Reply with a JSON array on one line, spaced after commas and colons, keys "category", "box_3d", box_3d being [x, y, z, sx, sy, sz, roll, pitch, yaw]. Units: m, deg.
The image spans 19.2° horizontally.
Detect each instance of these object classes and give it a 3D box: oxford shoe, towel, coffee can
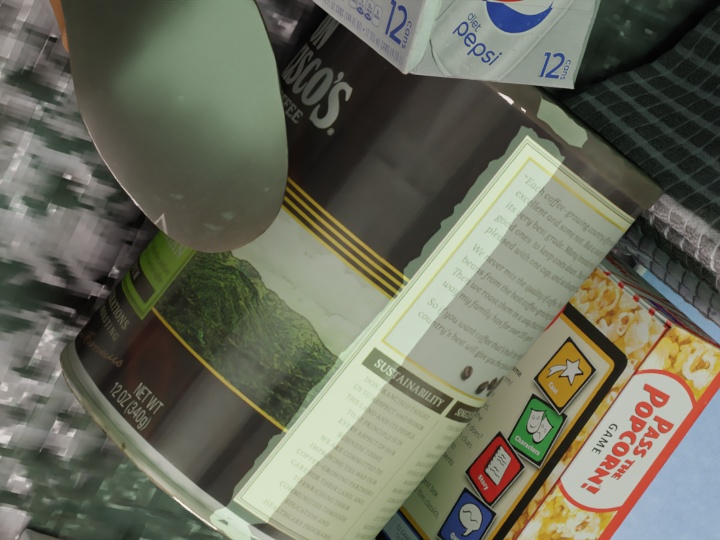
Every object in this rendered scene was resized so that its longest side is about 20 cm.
[{"category": "oxford shoe", "box_3d": [-0.079, -0.102, 0.749, 0.071, 0.071, 0.201, -23, 108, -2]}, {"category": "towel", "box_3d": [0.187, -0.056, 0.876, 0.166, 0.200, 0.086, -42, 123, -1]}, {"category": "coffee can", "box_3d": [0.000, 0.000, 0.833, 0.146, 0.146, 0.200, 33, 99, -39]}]

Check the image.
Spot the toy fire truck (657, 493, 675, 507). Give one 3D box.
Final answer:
[{"category": "toy fire truck", "box_3d": [0.211, 0.058, 1.023, 0.199, 0.049, 0.141, -23, 132, 2]}]

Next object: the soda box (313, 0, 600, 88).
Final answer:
[{"category": "soda box", "box_3d": [0.004, -0.129, 0.722, 0.068, 0.200, 0.064, 2, 116, -31]}]

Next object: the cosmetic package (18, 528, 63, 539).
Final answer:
[{"category": "cosmetic package", "box_3d": [-0.103, 0.207, 0.865, 0.071, 0.200, 0.102, 25, 103, -37]}]

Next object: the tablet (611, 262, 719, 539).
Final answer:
[{"category": "tablet", "box_3d": [0.142, 0.095, 1.003, 0.130, 0.014, 0.200, 29, 114, -3]}]

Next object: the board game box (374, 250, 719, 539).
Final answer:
[{"category": "board game box", "box_3d": [0.048, 0.074, 0.903, 0.046, 0.152, 0.200, 26, 104, -38]}]
